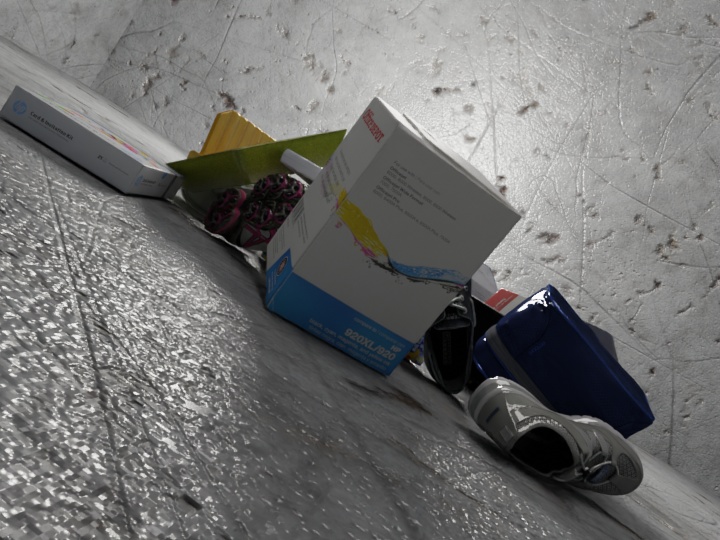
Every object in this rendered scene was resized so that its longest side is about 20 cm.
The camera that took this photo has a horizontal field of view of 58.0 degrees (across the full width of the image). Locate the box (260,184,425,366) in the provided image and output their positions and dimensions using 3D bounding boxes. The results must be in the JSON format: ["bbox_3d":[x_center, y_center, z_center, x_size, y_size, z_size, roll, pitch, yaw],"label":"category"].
[{"bbox_3d":[0.000,0.000,0.855,0.193,0.122,0.200,31,2,-26],"label":"box"}]

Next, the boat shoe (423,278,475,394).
[{"bbox_3d":[0.099,0.046,0.748,0.072,0.200,0.068,-4,17,-5],"label":"boat shoe"}]

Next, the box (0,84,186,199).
[{"bbox_3d":[-0.306,-0.144,0.775,0.156,0.041,0.200,32,3,-4],"label":"box"}]

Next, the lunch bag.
[{"bbox_3d":[0.225,0.132,0.741,0.200,0.132,0.136,52,17,8],"label":"lunch bag"}]

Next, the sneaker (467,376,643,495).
[{"bbox_3d":[0.191,0.177,0.613,0.200,0.075,0.082,25,19,-17],"label":"sneaker"}]

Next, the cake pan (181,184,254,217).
[{"bbox_3d":[-0.177,-0.114,1.017,0.200,0.037,0.200,19,23,-9],"label":"cake pan"}]

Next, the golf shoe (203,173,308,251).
[{"bbox_3d":[-0.103,-0.063,0.782,0.092,0.073,0.200,32,-20,-35],"label":"golf shoe"}]

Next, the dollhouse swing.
[{"bbox_3d":[-0.217,-0.191,1.284,0.200,0.176,0.182,32,2,-46],"label":"dollhouse swing"}]

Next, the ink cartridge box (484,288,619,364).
[{"bbox_3d":[0.262,0.113,0.917,0.200,0.067,0.117,24,-35,54],"label":"ink cartridge box"}]

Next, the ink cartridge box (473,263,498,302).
[{"bbox_3d":[0.119,0.045,1.141,0.136,0.200,0.076,33,33,-28],"label":"ink cartridge box"}]

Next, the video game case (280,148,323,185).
[{"bbox_3d":[0.006,-0.080,0.859,0.200,0.022,0.182,32,1,16],"label":"video game case"}]

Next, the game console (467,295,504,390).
[{"bbox_3d":[0.226,0.146,0.929,0.176,0.116,0.200,30,4,-45],"label":"game console"}]

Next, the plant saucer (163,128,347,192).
[{"bbox_3d":[-0.149,-0.150,0.912,0.200,0.048,0.200,1,16,45],"label":"plant saucer"}]

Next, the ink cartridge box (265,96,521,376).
[{"bbox_3d":[0.022,-0.038,0.629,0.145,0.200,0.147,32,17,-19],"label":"ink cartridge box"}]
